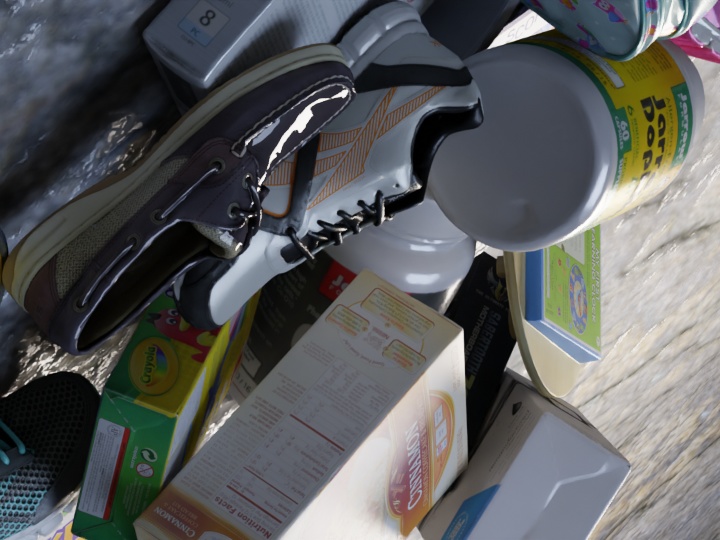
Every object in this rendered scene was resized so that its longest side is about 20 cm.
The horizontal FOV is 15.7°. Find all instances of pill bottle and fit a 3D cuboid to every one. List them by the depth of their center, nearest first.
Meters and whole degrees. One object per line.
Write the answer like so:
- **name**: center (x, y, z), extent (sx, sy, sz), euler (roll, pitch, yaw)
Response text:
- **pill bottle**: center (0.122, -0.081, 1.459), extent (0.113, 0.113, 0.200), euler (-56, 165, 24)
- **pill bottle**: center (0.000, 0.000, 1.549), extent (0.114, 0.114, 0.200), euler (-26, 152, -47)

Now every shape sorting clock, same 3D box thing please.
- **shape sorting clock**: center (0.112, -0.022, 1.599), extent (0.200, 0.039, 0.200), euler (-5, 90, -68)

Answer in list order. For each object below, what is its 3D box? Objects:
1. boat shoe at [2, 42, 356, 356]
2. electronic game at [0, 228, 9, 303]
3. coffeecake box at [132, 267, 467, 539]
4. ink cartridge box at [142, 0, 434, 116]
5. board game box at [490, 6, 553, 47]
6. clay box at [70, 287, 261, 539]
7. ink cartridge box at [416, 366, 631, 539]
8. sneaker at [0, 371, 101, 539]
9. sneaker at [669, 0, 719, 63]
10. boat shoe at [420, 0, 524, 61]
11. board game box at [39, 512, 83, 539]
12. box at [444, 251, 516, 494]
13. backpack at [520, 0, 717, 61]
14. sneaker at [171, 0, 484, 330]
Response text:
- **boat shoe**: center (-0.078, -0.032, 1.263), extent (0.200, 0.065, 0.072), euler (-36, 157, -5)
- **electronic game**: center (-0.244, 0.045, 1.219), extent (0.200, 0.042, 0.200), euler (-42, 161, -18)
- **coffeecake box**: center (-0.028, 0.123, 1.442), extent (0.200, 0.073, 0.154), euler (-48, 156, -24)
- **ink cartridge box**: center (-0.018, -0.149, 1.334), extent (0.200, 0.047, 0.160), euler (-50, 162, -10)
- **board game box**: center (0.104, -0.145, 1.606), extent (0.200, 0.034, 0.135), euler (-36, 158, -30)
- **clay box**: center (-0.098, 0.050, 1.439), extent (0.200, 0.048, 0.115), euler (-66, 175, -50)
- **ink cartridge box**: center (0.090, 0.130, 1.612), extent (0.116, 0.067, 0.200), euler (-58, -169, 3)
- **sneaker**: center (-0.215, 0.116, 1.384), extent (0.200, 0.078, 0.091), euler (-42, 155, -23)
- **sneaker**: center (0.186, -0.182, 1.546), extent (0.200, 0.081, 0.088), euler (27, 83, -51)
- **boat shoe**: center (0.070, -0.167, 1.453), extent (0.200, 0.070, 0.066), euler (-55, 160, -2)
- **board game box**: center (-0.201, 0.180, 1.612), extent (0.095, 0.030, 0.200), euler (-33, 154, -38)
- **box**: center (0.024, 0.089, 1.685), extent (0.200, 0.051, 0.158), euler (-33, -152, 57)
- **backpack**: center (0.136, -0.207, 1.332), extent (0.127, 0.167, 0.200), euler (-35, 149, -13)
- **sneaker**: center (-0.018, -0.043, 1.337), extent (0.200, 0.080, 0.074), euler (-50, 164, 1)
